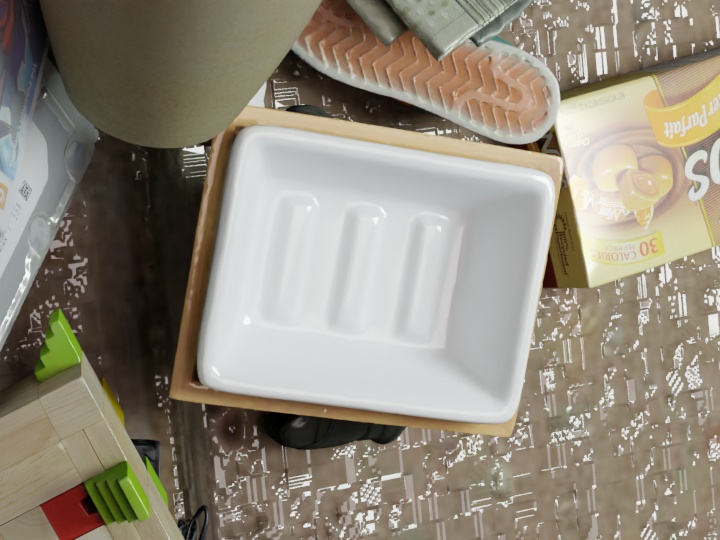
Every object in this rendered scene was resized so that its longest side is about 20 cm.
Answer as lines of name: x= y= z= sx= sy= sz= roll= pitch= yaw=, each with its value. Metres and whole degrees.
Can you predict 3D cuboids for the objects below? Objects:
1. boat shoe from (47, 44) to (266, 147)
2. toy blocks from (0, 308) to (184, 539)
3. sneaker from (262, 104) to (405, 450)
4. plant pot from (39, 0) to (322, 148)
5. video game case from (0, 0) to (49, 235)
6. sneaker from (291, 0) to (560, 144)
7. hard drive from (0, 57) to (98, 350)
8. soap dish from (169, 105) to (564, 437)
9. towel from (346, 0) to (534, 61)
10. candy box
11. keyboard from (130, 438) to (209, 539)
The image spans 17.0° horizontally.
boat shoe: x=-0.139 y=-0.132 z=1.293 sx=0.199 sy=0.071 sz=0.070 roll=23 pitch=61 yaw=-27
toy blocks: x=-0.170 y=0.143 z=1.252 sx=0.136 sy=0.100 sz=0.201 roll=-27 pitch=105 yaw=0
sneaker: x=-0.028 y=0.007 z=1.360 sx=0.090 sy=0.076 sz=0.202 roll=-12 pitch=95 yaw=-26
plant pot: x=-0.086 y=-0.162 z=1.158 sx=0.186 sy=0.188 sz=0.201 roll=-18 pitch=143 yaw=-31
video game case: x=-0.186 y=-0.137 z=1.134 sx=0.182 sy=0.023 sz=0.202 roll=49 pitch=50 yaw=-70
sneaker: x=0.019 y=-0.132 z=1.396 sx=0.199 sy=0.080 sz=0.072 roll=28 pitch=93 yaw=-10
hard drive: x=-0.208 y=-0.033 z=1.209 sx=0.140 sy=0.038 sz=0.201 roll=59 pitch=43 yaw=-46
soap dish: x=0.000 y=0.000 z=1.296 sx=0.199 sy=0.081 sz=0.159 roll=8 pitch=96 yaw=-20
towel: x=0.036 y=-0.226 z=1.373 sx=0.200 sy=0.035 sz=0.192 roll=47 pitch=56 yaw=8
candy box: x=0.192 y=-0.069 z=1.507 sx=0.199 sy=0.055 sz=0.116 roll=-17 pitch=100 yaw=-32
keyboard: x=-0.138 y=0.193 z=1.321 sx=0.103 sy=0.040 sz=0.202 roll=2 pitch=90 yaw=-9
